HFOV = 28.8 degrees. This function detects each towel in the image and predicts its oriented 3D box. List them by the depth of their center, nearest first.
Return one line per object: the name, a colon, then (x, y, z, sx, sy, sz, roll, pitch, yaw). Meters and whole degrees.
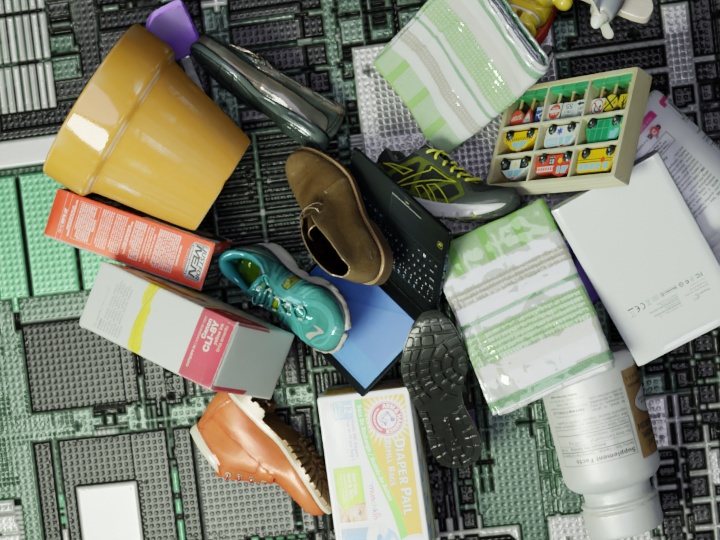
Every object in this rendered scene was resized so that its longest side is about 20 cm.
towel: (0.177, 0.041, 1.548, 0.148, 0.031, 0.202, -23, 80, 8)
towel: (0.107, -0.232, 1.574, 0.150, 0.031, 0.200, 55, 138, 3)

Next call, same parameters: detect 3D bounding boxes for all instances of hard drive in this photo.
hard drive: (0.314, -0.012, 1.533, 0.131, 0.026, 0.201, -28, 99, 16)

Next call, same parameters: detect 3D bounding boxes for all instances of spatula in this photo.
spatula: (-0.196, -0.222, 1.681, 0.056, 0.021, 0.202, -24, 90, 5)

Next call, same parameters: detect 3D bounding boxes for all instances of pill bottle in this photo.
pill bottle: (0.364, -0.094, 1.574, 0.200, 0.113, 0.113, 44, 96, 4)
pill bottle: (0.278, 0.196, 1.596, 0.113, 0.114, 0.203, -14, 91, 7)

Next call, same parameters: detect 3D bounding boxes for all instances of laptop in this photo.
laptop: (0.000, 0.000, 1.586, 0.177, 0.102, 0.202, 43, 142, 34)

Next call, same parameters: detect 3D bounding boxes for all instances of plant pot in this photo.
plant pot: (-0.233, -0.147, 1.609, 0.182, 0.200, 0.201, 33, 96, -7)

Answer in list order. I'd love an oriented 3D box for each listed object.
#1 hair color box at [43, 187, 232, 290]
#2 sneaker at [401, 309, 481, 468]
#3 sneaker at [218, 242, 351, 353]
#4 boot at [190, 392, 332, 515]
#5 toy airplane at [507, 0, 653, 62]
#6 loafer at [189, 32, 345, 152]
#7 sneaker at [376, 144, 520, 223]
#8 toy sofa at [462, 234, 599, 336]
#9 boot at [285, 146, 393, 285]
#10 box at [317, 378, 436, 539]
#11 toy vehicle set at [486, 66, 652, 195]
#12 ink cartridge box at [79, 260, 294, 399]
hair color box: (-0.260, -0.038, 1.656, 0.198, 0.102, 0.062, 20, 95, 5)
sneaker: (0.090, 0.121, 1.603, 0.075, 0.088, 0.202, -8, 120, 7)
sneaker: (-0.089, 0.033, 1.607, 0.199, 0.079, 0.078, 34, 111, 37)
boot: (-0.115, 0.229, 1.669, 0.107, 0.075, 0.200, -44, 79, 9)
toy airplane: (0.206, -0.334, 1.567, 0.198, 0.141, 0.202, -20, 81, 14)
loafer: (-0.108, -0.219, 1.656, 0.199, 0.072, 0.063, 38, 76, -3)
sneaker: (0.090, -0.100, 1.598, 0.198, 0.074, 0.086, 5, 91, 31)
toy sofa: (0.215, 0.034, 1.606, 0.083, 0.098, 0.200, 45, 96, 3)
boot: (-0.041, -0.067, 1.570, 0.074, 0.075, 0.201, -56, 53, 31)
box: (0.021, 0.232, 1.634, 0.111, 0.101, 0.203, -8, 92, 7)
toy vehicle set: (0.227, -0.150, 1.549, 0.026, 0.199, 0.126, 23, 75, -35)
ink cartridge box: (-0.198, 0.067, 1.602, 0.198, 0.145, 0.084, 22, 92, 26)
